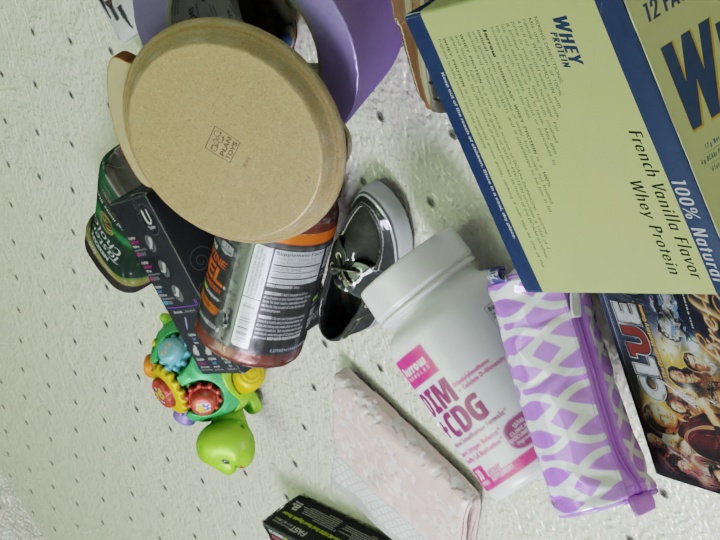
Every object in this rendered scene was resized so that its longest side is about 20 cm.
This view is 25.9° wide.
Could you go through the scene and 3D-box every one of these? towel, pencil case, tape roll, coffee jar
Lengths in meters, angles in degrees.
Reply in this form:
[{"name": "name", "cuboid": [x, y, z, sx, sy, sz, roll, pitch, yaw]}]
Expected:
[{"name": "towel", "cuboid": [0.040, 0.218, 1.605, 0.200, 0.032, 0.192, 41, 149, 27]}, {"name": "pencil case", "cuboid": [0.159, 0.083, 1.163, 0.085, 0.083, 0.202, -18, 90, 51]}, {"name": "tape roll", "cuboid": [-0.071, -0.196, 1.209, 0.198, 0.085, 0.201, 18, 134, 20]}, {"name": "coffee jar", "cuboid": [-0.247, -0.056, 1.725, 0.105, 0.085, 0.200, 51, 153, 11]}]

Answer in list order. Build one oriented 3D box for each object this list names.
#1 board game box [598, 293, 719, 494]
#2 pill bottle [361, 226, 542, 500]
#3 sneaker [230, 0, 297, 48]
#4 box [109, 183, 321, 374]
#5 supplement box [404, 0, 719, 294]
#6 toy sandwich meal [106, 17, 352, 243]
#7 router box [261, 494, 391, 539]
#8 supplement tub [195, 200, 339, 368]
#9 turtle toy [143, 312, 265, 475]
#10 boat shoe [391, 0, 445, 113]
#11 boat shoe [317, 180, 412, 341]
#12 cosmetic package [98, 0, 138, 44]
[{"name": "board game box", "cuboid": [0.241, 0.069, 1.105, 0.135, 0.034, 0.201, 12, 129, 55]}, {"name": "pill bottle", "cuboid": [0.095, 0.073, 1.264, 0.201, 0.113, 0.113, 54, 153, 6]}, {"name": "sneaker", "cuboid": [-0.093, -0.182, 1.347, 0.090, 0.075, 0.201, 29, 144, 44]}, {"name": "box", "cuboid": [-0.138, -0.012, 1.550, 0.106, 0.122, 0.201, -8, 113, 61]}, {"name": "supplement box", "cuboid": [0.165, -0.104, 0.934, 0.199, 0.134, 0.201, -1, 118, 59]}, {"name": "toy sandwich meal", "cuboid": [-0.096, -0.111, 1.196, 0.203, 0.070, 0.207, 11, 124, 17]}, {"name": "router box", "cuboid": [-0.017, 0.359, 1.816, 0.199, 0.062, 0.151, 14, 132, 54]}, {"name": "supplement tub", "cuboid": [-0.081, -0.020, 1.415, 0.107, 0.106, 0.202, 35, 121, 35]}, {"name": "turtle toy", "cuboid": [-0.178, 0.136, 1.800, 0.201, 0.101, 0.146, 56, 153, 2]}, {"name": "boat shoe", "cuboid": [0.051, -0.212, 1.087, 0.074, 0.075, 0.202, 34, 138, 46]}, {"name": "boat shoe", "cuboid": [0.000, 0.000, 1.406, 0.069, 0.056, 0.201, 45, 151, 22]}, {"name": "cosmetic package", "cuboid": [-0.188, -0.274, 1.431, 0.083, 0.050, 0.200, 60, 153, -8]}]
